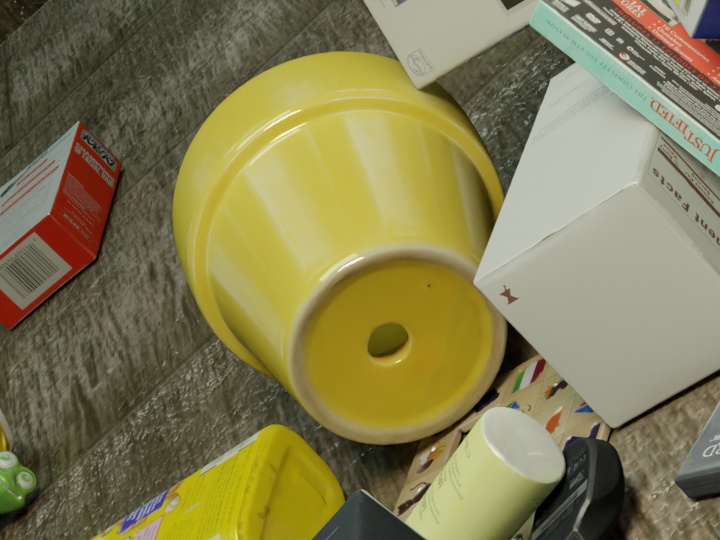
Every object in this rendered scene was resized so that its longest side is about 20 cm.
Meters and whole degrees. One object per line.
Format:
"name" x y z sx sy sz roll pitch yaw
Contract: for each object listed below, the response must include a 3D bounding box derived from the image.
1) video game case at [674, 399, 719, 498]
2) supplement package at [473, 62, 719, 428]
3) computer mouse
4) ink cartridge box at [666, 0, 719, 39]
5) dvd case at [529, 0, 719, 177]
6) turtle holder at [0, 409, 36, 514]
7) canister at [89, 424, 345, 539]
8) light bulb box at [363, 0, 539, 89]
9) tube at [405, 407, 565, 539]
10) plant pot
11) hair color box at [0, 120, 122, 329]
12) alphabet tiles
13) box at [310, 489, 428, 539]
"video game case" 0.243 0.022 1.419 0.143 0.019 0.200 -19 31 53
"supplement package" 0.158 -0.037 1.572 0.117 0.117 0.200 -32 21 35
"computer mouse" 0.101 0.157 1.412 0.059 0.034 0.201 -48 18 42
"ink cartridge box" 0.251 -0.152 1.522 0.200 0.196 0.047 -109 25 -53
"dvd case" 0.199 -0.124 1.555 0.200 0.146 0.022 -33 -24 -45
"turtle holder" -0.327 0.138 2.207 0.131 0.141 0.185 -33 2 -26
"canister" -0.110 0.188 1.704 0.200 0.087 0.149 -33 21 26
"light bulb box" 0.117 -0.227 1.709 0.198 0.125 0.200 -35 5 -35
"tube" 0.031 0.154 1.500 0.058 0.052 0.200 -8 -38 -48
"plant pot" 0.000 0.000 1.729 0.201 0.201 0.189 -41 29 10
"hair color box" -0.281 -0.042 2.630 0.111 0.064 0.200 -39 20 20
"alphabet tiles" 0.075 0.110 1.605 0.167 0.008 0.200 -31 22 35
"box" -0.009 0.223 1.339 0.149 0.107 0.200 -47 16 19
